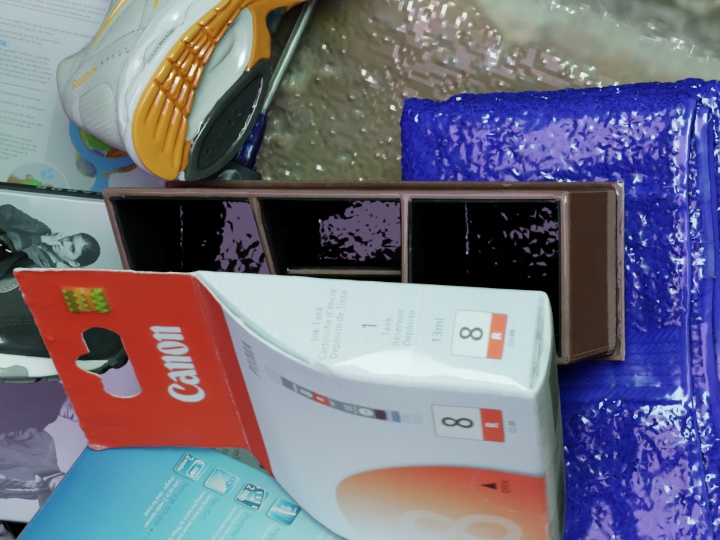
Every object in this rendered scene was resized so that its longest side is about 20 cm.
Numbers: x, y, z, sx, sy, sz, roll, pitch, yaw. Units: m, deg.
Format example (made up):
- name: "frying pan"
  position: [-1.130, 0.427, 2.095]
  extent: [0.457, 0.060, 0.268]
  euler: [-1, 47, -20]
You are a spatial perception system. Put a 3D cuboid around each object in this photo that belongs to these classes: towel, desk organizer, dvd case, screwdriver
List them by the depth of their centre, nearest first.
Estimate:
- name: "desk organizer"
  position: [0.000, 0.000, 1.124]
  extent: [0.199, 0.077, 0.072]
  euler: [1, 92, 20]
- name: "towel"
  position: [0.090, 0.024, 1.155]
  extent: [0.147, 0.050, 0.202]
  euler: [-4, 92, 13]
- name: "screwdriver"
  position: [-0.039, -0.083, 1.208]
  extent: [0.029, 0.028, 0.201]
  euler: [18, 86, 31]
- name: "dvd case"
  position: [-0.109, 0.041, 1.243]
  extent: [0.198, 0.025, 0.151]
  euler: [6, 101, 1]

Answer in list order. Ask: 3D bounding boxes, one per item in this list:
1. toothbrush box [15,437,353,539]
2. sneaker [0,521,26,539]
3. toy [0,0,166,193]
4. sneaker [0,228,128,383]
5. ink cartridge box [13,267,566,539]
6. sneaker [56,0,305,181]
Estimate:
- name: "toothbrush box"
  position: [-0.051, 0.166, 1.146]
  extent: [0.199, 0.147, 0.086]
  euler: [22, 140, 15]
- name: "sneaker"
  position: [-0.186, 0.113, 1.309]
  extent: [0.104, 0.060, 0.201]
  euler: [-32, 87, 23]
- name: "toy"
  position: [-0.139, -0.068, 1.257]
  extent: [0.114, 0.047, 0.201]
  euler: [11, 111, -8]
- name: "sneaker"
  position: [-0.183, -0.012, 1.136]
  extent: [0.198, 0.076, 0.088]
  euler: [12, 99, 1]
- name: "ink cartridge box"
  position: [-0.023, 0.057, 1.074]
  extent: [0.198, 0.162, 0.050]
  euler: [1, 62, 7]
- name: "sneaker"
  position: [-0.058, -0.133, 1.174]
  extent: [0.092, 0.076, 0.200]
  euler: [20, 66, 43]
